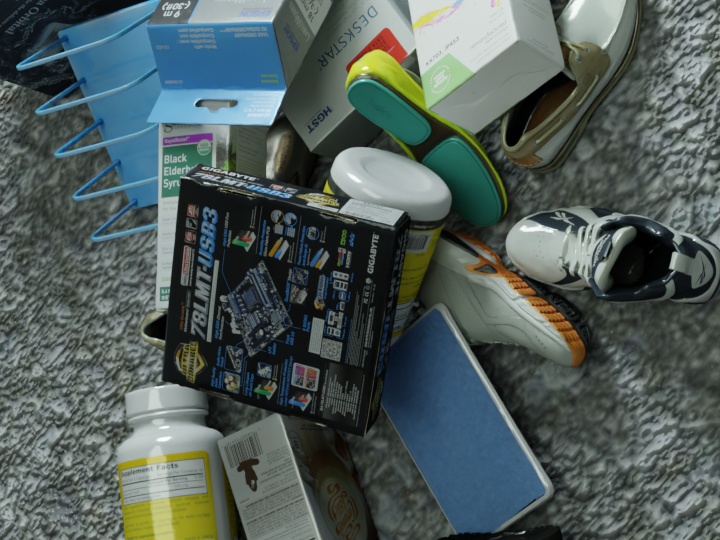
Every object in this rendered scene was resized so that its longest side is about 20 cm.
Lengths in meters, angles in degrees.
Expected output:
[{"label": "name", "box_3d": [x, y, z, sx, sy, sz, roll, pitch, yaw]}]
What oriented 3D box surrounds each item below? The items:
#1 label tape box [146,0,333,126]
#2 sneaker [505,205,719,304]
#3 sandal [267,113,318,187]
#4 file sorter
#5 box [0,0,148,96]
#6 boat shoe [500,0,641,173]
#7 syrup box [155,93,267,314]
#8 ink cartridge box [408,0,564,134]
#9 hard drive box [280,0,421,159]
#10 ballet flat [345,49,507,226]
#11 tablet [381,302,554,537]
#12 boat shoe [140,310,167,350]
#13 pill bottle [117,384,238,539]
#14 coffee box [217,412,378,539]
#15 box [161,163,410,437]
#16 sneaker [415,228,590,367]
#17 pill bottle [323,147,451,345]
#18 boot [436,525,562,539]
[{"label": "label tape box", "box_3d": [-0.114, -0.229, 1.484, 0.143, 0.063, 0.201, 3, 54, 30]}, {"label": "sneaker", "box_3d": [0.203, -0.017, 1.382, 0.198, 0.129, 0.080, 18, 91, 27]}, {"label": "sandal", "box_3d": [-0.083, -0.071, 1.567, 0.081, 0.055, 0.201, 1, 67, 25]}, {"label": "file sorter", "box_3d": [-0.231, -0.145, 1.599, 0.138, 0.123, 0.201, -11, 111, 28]}, {"label": "box", "box_3d": [-0.326, -0.297, 1.670, 0.196, 0.200, 0.118, -36, 68, 21]}, {"label": "boat shoe", "box_3d": [0.189, -0.184, 1.447, 0.074, 0.068, 0.201, 27, 97, 30]}, {"label": "syrup box", "box_3d": [-0.139, -0.059, 1.512, 0.078, 0.081, 0.202, -3, 83, 24]}, {"label": "ink cartridge box", "box_3d": [0.106, -0.241, 1.456, 0.117, 0.067, 0.201, -35, 48, 35]}, {"label": "hard drive box", "box_3d": [-0.028, -0.233, 1.570, 0.156, 0.077, 0.200, -43, 67, 19]}, {"label": "ballet flat", "box_3d": [0.068, -0.128, 1.484, 0.200, 0.067, 0.067, 43, 129, -18]}, {"label": "tablet", "box_3d": [0.086, 0.143, 1.468, 0.130, 0.014, 0.201, -43, 70, 41]}, {"label": "boat shoe", "box_3d": [-0.124, 0.054, 1.582, 0.199, 0.068, 0.075, -11, 87, 29]}, {"label": "pill bottle", "box_3d": [-0.180, 0.217, 1.585, 0.111, 0.111, 0.201, -12, 78, 27]}, {"label": "coffee box", "box_3d": [-0.047, 0.239, 1.507, 0.079, 0.114, 0.201, -26, 74, 24]}, {"label": "box", "box_3d": [-0.068, 0.026, 1.404, 0.197, 0.050, 0.201, 14, 112, 15]}, {"label": "sneaker", "box_3d": [0.121, 0.043, 1.466, 0.200, 0.075, 0.092, 38, 110, 35]}, {"label": "pill bottle", "box_3d": [0.000, 0.000, 1.461, 0.112, 0.112, 0.201, 34, 117, 28]}, {"label": "boot", "box_3d": [0.114, 0.318, 1.429, 0.210, 0.079, 0.159, -15, 93, 43]}]
